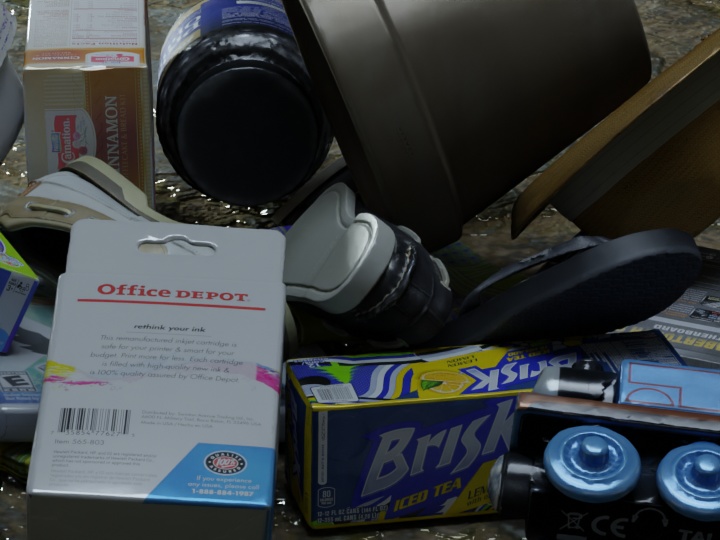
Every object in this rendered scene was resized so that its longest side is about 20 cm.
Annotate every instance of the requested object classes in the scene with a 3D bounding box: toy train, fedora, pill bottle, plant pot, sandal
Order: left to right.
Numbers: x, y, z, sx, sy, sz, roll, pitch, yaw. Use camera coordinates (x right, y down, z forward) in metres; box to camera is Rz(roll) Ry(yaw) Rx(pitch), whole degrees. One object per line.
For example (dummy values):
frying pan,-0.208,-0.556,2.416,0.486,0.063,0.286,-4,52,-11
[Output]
pill bottle,-0.071,-0.104,1.843,0.112,0.112,0.200,0,15,-3
plant pot,0.062,-0.126,1.668,0.173,0.200,0.200,-23,26,-2
sandal,0.084,0.017,1.533,0.200,0.043,0.076,-26,-27,35
fedora,0.175,-0.062,1.656,0.082,0.201,0.201,51,36,4
toy train,0.162,0.094,1.420,0.199,0.087,0.114,6,43,3

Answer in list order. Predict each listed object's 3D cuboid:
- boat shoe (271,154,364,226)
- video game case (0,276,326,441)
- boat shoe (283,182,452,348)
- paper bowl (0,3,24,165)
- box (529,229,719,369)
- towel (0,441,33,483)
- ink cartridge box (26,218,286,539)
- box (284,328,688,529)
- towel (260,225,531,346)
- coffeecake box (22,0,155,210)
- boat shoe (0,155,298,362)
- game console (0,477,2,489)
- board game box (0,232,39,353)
boat shoe,0.040,-0.062,1.830,0.200,0.063,0.073,-29,-3,-20
video game case,-0.116,0.045,1.599,0.200,0.022,0.182,1,22,-20
boat shoe,0.000,0.000,1.578,0.060,0.074,0.200,36,-5,-15
paper bowl,-0.273,-0.080,1.737,0.104,0.201,0.201,39,15,-18
box,0.188,0.038,1.631,0.200,0.048,0.158,11,24,21
towel,-0.223,0.071,1.573,0.200,0.018,0.086,15,23,29
ink cartridge box,-0.096,0.065,1.454,0.115,0.068,0.200,4,41,-1
box,0.064,0.079,1.498,0.200,0.070,0.064,-4,21,-12
towel,-0.001,0.002,1.708,0.200,0.023,0.144,-5,24,-35
coffeecake box,-0.158,-0.081,1.756,0.073,0.154,0.200,-2,23,-4
boat shoe,-0.116,0.008,1.583,0.068,0.075,0.200,-30,41,-31
game console,-0.280,0.035,1.487,0.118,0.171,0.200,-29,26,-4
board game box,-0.280,-0.029,1.544,0.200,0.045,0.134,20,12,-31
